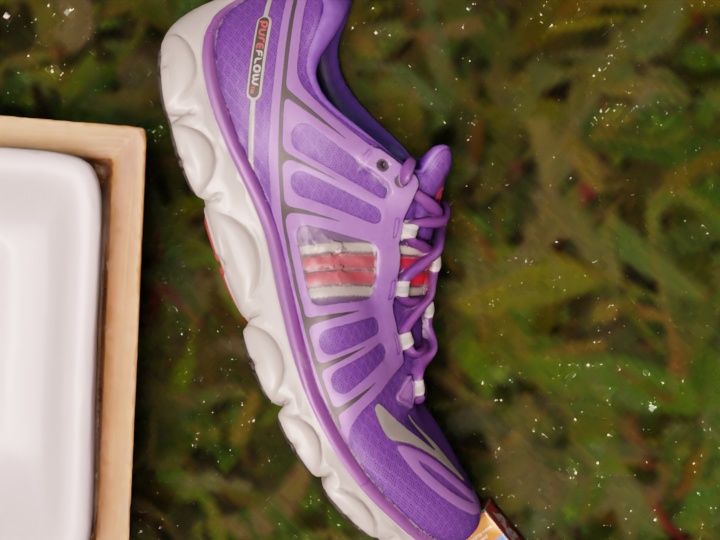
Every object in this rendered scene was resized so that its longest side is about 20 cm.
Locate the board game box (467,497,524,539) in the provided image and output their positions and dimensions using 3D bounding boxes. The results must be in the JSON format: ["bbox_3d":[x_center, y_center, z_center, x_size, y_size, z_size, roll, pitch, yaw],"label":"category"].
[{"bbox_3d":[-0.001,0.179,0.857,0.200,0.019,0.103,-38,91,15],"label":"board game box"}]

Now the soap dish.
[{"bbox_3d":[-0.167,0.020,0.836,0.200,0.081,0.157,5,100,11],"label":"soap dish"}]

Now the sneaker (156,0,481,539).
[{"bbox_3d":[0.000,0.000,0.801,0.083,0.081,0.200,-20,93,8],"label":"sneaker"}]
